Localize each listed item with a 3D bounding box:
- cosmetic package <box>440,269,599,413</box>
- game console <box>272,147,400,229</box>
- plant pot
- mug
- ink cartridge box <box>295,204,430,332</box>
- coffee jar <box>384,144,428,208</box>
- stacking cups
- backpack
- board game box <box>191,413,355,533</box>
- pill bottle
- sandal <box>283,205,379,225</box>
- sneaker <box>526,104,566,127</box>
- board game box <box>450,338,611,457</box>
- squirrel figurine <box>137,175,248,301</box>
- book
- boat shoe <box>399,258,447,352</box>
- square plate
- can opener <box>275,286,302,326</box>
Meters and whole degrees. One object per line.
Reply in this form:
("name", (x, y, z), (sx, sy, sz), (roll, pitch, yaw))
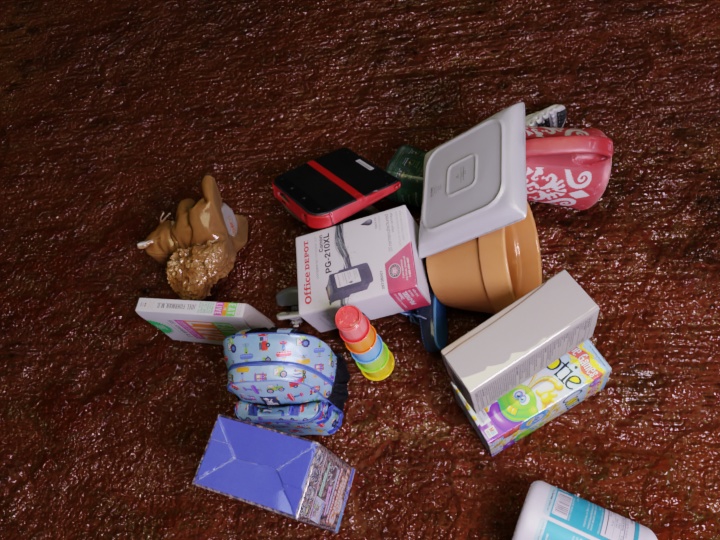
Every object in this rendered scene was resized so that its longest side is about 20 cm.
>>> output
("cosmetic package", (0.214, 0.098, 0.818), (0.199, 0.104, 0.073), (-33, 59, -4))
("game console", (-0.050, -0.150, 1.080), (0.176, 0.031, 0.200), (-26, 39, -20))
("plant pot", (0.194, -0.018, 0.963), (0.139, 0.200, 0.202), (-7, 61, 31))
("mug", (0.288, -0.187, 0.975), (0.198, 0.178, 0.134), (3, 56, -15))
("ink cartridge box", (0.000, 0.000, 0.980), (0.198, 0.084, 0.146), (-15, 61, 18))
("coffee jar", (0.146, -0.151, 1.089), (0.199, 0.086, 0.105), (21, 64, 24))
("stacking cups", (0.009, 0.111, 0.929), (0.060, 0.200, 0.061), (-5, 63, 10))
("backpack", (-0.121, 0.168, 0.937), (0.181, 0.200, 0.136), (-2, 63, 13))
("board game box", (-0.114, 0.295, 0.871), (0.158, 0.200, 0.098), (10, 66, 19))
("pill bottle", (0.301, 0.361, 0.779), (0.198, 0.111, 0.111), (19, 70, 23))
("sandal", (-0.047, -0.124, 1.149), (0.210, 0.078, 0.070), (17, 37, 24))
("sneaker", (0.285, -0.250, 1.113), (0.199, 0.075, 0.081), (-32, 52, -3))
("board game box", (0.247, 0.169, 0.892), (0.199, 0.105, 0.103), (-31, 60, -1))
("squirrel figurine", (-0.322, -0.043, 1.136), (0.185, 0.142, 0.202), (-17, 58, 13))
("book", (-0.266, 0.087, 1.054), (0.198, 0.134, 0.049), (2, 65, 16))
("boat shoe", (0.103, 0.052, 1.015), (0.068, 0.084, 0.201), (-14, 45, 16))
("square plate", (0.158, -0.136, 0.910), (0.197, 0.028, 0.202), (-22, 52, 44))
("can opener", (-0.054, 0.058, 1.050), (0.198, 0.053, 0.067), (-4, 98, 10))
